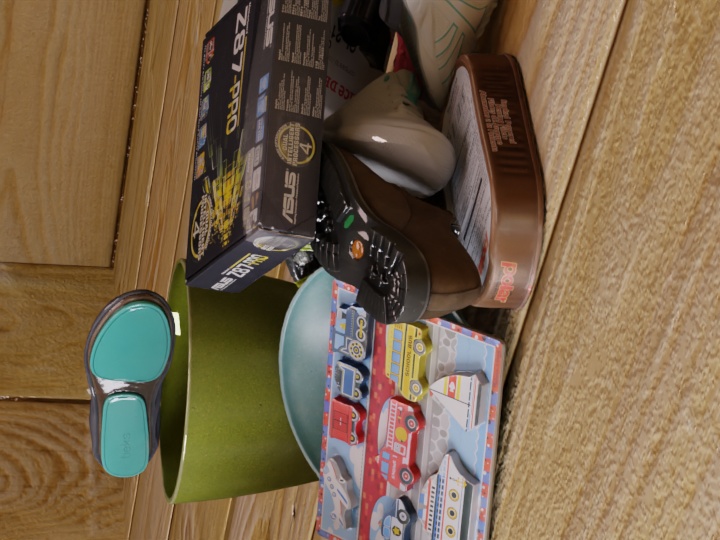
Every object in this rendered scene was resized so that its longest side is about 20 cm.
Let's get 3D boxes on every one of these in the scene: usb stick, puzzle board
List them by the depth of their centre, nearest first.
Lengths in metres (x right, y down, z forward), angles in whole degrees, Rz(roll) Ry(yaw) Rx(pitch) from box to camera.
[{"bbox_3d":[0.030,0.120,1.558,0.150,0.017,0.201,21,116,37],"label":"puzzle board"},{"bbox_3d":[0.025,-0.270,1.739,0.055,0.032,0.201,63,-136,-71],"label":"usb stick"}]

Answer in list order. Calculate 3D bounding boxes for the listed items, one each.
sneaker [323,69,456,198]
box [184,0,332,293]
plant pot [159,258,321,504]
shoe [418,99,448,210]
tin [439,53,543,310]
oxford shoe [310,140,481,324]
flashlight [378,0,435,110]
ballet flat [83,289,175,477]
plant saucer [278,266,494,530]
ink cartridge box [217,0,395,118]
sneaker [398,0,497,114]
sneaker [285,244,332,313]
[{"bbox_3d":[0.022,-0.106,1.608,0.089,0.075,0.200,-55,22,-11],"label":"sneaker"},{"bbox_3d":[-0.073,-0.099,1.600,0.161,0.049,0.201,152,125,-61],"label":"box"},{"bbox_3d":[-0.047,0.090,1.734,0.187,0.199,0.188,-177,90,-79],"label":"plant pot"},{"bbox_3d":[0.060,-0.053,1.641,0.070,0.053,0.201,-51,36,36],"label":"shoe"},{"bbox_3d":[0.087,-0.062,1.526,0.112,0.042,0.201,99,168,-47],"label":"tin"},{"bbox_3d":[0.019,-0.025,1.519,0.200,0.084,0.073,53,136,47],"label":"oxford shoe"},{"bbox_3d":[0.030,-0.147,1.725,0.068,0.068,0.201,-51,-23,-43],"label":"flashlight"},{"bbox_3d":[-0.183,0.073,1.745,0.073,0.073,0.201,-100,15,-47],"label":"ballet flat"},{"bbox_3d":[0.026,0.083,1.586,0.199,0.036,0.201,14,112,39],"label":"plant saucer"},{"bbox_3d":[-0.033,-0.221,1.778,0.146,0.082,0.201,26,-105,-60],"label":"ink cartridge box"},{"bbox_3d":[0.066,-0.185,1.589,0.201,0.080,0.071,76,172,-54],"label":"sneaker"},{"bbox_3d":[0.000,0.000,1.652,0.201,0.075,0.077,61,-162,-25],"label":"sneaker"}]
